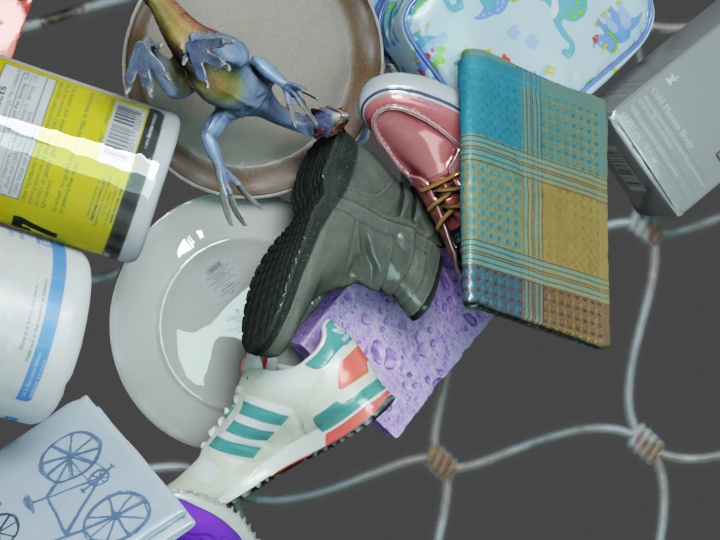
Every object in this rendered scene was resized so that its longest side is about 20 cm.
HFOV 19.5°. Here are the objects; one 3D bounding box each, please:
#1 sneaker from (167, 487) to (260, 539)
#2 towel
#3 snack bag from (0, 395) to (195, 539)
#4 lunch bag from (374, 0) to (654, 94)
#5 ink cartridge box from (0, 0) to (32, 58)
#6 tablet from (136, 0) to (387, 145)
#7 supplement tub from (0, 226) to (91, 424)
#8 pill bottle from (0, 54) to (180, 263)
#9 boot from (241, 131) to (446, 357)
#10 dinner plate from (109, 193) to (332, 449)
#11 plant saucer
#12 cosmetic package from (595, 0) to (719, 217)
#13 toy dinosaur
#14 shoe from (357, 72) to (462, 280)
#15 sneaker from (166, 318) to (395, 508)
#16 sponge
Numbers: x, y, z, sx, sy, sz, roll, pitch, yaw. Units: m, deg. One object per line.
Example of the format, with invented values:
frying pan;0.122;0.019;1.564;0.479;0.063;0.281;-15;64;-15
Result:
sneaker;-0.111;0.240;1.524;0.200;0.069;0.100;52;45;-39
towel;0.126;-0.052;1.527;0.146;0.022;0.202;18;63;-35
snack bag;-0.236;0.185;1.472;0.199;0.188;0.021;-33;127;-14
lunch bag;0.120;-0.189;1.613;0.200;0.082;0.161;-42;107;-16
ink cartridge box;-0.266;-0.251;1.497;0.108;0.050;0.201;20;86;-19
tablet;-0.072;-0.180;1.589;0.199;0.014;0.131;14;89;-20
supplement tub;-0.300;0.023;1.462;0.199;0.132;0.133;17;88;-20
pill bottle;-0.236;-0.087;1.476;0.199;0.114;0.115;18;88;-7
boot;0.000;0.000;1.529;0.130;0.068;0.201;34;58;-19
dinner plate;-0.092;0.040;1.592;0.199;0.024;0.202;-1;93;-19
plant saucer;-0.082;-0.155;1.556;0.199;0.032;0.202;-5;106;-16
cosmetic package;0.284;-0.143;1.677;0.200;0.090;0.107;-40;102;-9
toy dinosaur;-0.080;-0.141;1.466;0.104;0.181;0.201;-21;84;23
shoe;0.075;-0.059;1.540;0.200;0.071;0.091;37;39;-29
sneaker;-0.077;0.109;1.561;0.199;0.070;0.094;-30;89;14
sponge;0.046;0.019;1.621;0.112;0.030;0.200;45;72;-18
